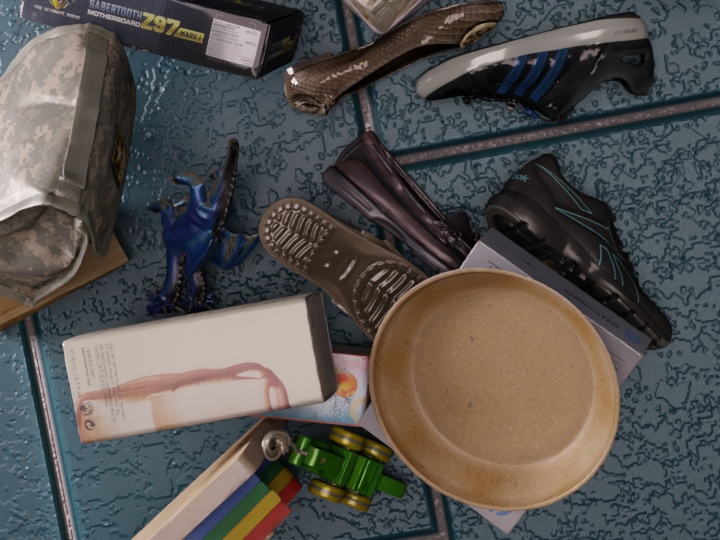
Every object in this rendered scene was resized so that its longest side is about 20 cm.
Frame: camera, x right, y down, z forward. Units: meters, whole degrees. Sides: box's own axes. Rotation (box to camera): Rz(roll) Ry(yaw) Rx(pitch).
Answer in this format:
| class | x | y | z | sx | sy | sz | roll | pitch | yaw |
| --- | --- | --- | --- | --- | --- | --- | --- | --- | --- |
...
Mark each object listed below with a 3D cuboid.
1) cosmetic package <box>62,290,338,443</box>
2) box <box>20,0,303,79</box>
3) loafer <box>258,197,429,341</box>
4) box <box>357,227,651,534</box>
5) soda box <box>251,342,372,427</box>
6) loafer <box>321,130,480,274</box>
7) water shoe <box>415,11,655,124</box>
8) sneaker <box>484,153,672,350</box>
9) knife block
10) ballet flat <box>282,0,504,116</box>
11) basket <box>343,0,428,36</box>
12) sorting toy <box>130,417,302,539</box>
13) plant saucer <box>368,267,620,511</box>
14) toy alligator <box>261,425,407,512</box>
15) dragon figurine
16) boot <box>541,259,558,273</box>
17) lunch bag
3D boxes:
| class | x | y | z | sx | sy | sz | roll | pitch | yaw |
| --- | --- | --- | --- | --- | --- | --- | --- | --- | --- |
| cosmetic package | -0.126 | 0.077 | 1.255 | 0.200 | 0.103 | 0.087 | -11 | 90 | 8 |
| box | -0.158 | -0.211 | 1.275 | 0.200 | 0.158 | 0.051 | 16 | 104 | 5 |
| loafer | 0.000 | 0.000 | 1.325 | 0.200 | 0.068 | 0.076 | 40 | 100 | -15 |
| box | 0.111 | 0.090 | 1.241 | 0.156 | 0.041 | 0.200 | 36 | 118 | 7 |
| soda box | -0.088 | 0.091 | 1.338 | 0.200 | 0.068 | 0.064 | 6 | 95 | 6 |
| loafer | 0.060 | -0.041 | 1.314 | 0.200 | 0.072 | 0.063 | 38 | 93 | 5 |
| water shoe | 0.147 | -0.157 | 1.294 | 0.200 | 0.072 | 0.079 | -14 | 95 | 7 |
| sneaker | 0.198 | -0.014 | 1.299 | 0.200 | 0.075 | 0.079 | 44 | 66 | -14 |
| knife block | -0.311 | 0.017 | 1.300 | 0.200 | 0.176 | 0.064 | -27 | 92 | 7 |
| ballet flat | 0.029 | -0.177 | 1.304 | 0.200 | 0.067 | 0.046 | -19 | 79 | 12 |
| basket | 0.040 | -0.307 | 1.266 | 0.200 | 0.123 | 0.136 | -43 | 89 | 8 |
| sorting toy | -0.132 | 0.222 | 1.287 | 0.199 | 0.200 | 0.070 | -43 | 91 | 7 |
| plant saucer | 0.105 | 0.088 | 1.199 | 0.200 | 0.035 | 0.200 | 7 | 109 | 19 |
| toy alligator | -0.033 | 0.158 | 1.303 | 0.054 | 0.200 | 0.059 | 18 | 83 | 41 |
| dragon figurine | -0.127 | -0.031 | 1.305 | 0.200 | 0.059 | 0.099 | -38 | 69 | 44 |
| boot | 0.112 | 0.089 | 1.301 | 0.155 | 0.077 | 0.200 | -7 | 123 | 12 |
| lunch bag | -0.247 | -0.084 | 1.226 | 0.118 | 0.200 | 0.164 | 21 | 62 | -27 |
